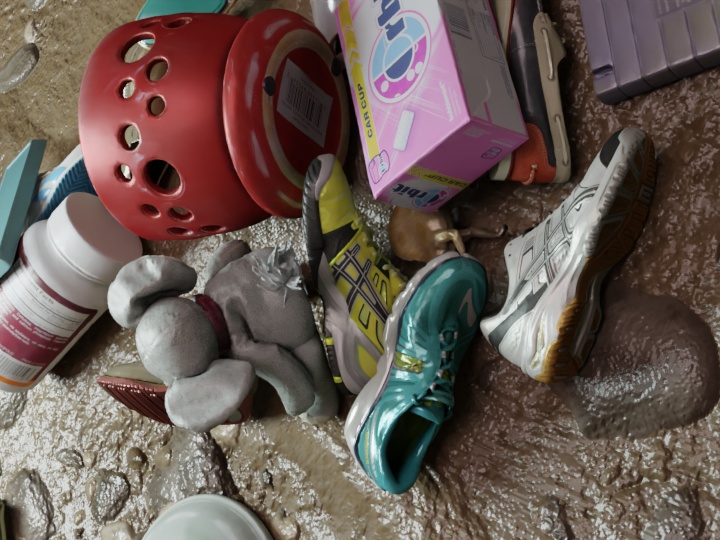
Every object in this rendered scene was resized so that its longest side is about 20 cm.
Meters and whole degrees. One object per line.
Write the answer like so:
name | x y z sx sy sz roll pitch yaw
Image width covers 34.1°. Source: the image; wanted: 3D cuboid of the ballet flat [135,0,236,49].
ballet flat | -0.133 -0.279 1.145 0.199 0.063 0.069 -40 79 3

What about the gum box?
gum box | 0.050 -0.164 0.929 0.113 0.066 0.202 -36 54 40

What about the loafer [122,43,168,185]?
loafer | -0.206 -0.154 1.189 0.067 0.076 0.202 30 107 36

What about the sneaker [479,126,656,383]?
sneaker | 0.151 -0.021 0.884 0.087 0.075 0.202 27 95 37

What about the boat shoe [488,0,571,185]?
boat shoe | 0.135 -0.165 0.941 0.062 0.071 0.203 3 74 -6

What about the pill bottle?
pill bottle | -0.321 0.022 1.203 0.200 0.114 0.115 -44 57 20

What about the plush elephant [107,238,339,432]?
plush elephant | -0.116 0.054 0.971 0.153 0.200 0.166 -21 68 -8

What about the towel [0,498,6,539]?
towel | -0.450 0.336 1.277 0.199 0.036 0.150 -23 66 31

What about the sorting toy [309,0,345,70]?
sorting toy | 0.008 -0.272 1.054 0.198 0.106 0.183 -1 98 37

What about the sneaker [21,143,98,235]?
sneaker | -0.319 -0.082 1.253 0.200 0.076 0.081 -45 49 15

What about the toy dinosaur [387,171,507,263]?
toy dinosaur | 0.060 -0.057 0.972 0.101 0.058 0.202 -28 64 30

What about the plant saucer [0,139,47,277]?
plant saucer | -0.368 -0.059 1.221 0.070 0.019 0.201 -38 33 30

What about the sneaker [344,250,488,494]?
sneaker | 0.055 0.083 0.923 0.202 0.077 0.080 -69 25 14

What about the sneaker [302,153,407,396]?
sneaker | 0.000 0.000 0.976 0.075 0.075 0.202 -11 102 9

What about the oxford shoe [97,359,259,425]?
oxford shoe | -0.168 0.101 1.113 0.198 0.071 0.075 0 55 36

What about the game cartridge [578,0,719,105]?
game cartridge | 0.228 -0.241 0.905 0.128 0.038 0.203 -16 70 29

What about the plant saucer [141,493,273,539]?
plant saucer | -0.154 0.303 1.053 0.198 0.050 0.203 -9 75 35

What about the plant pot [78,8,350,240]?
plant pot | -0.120 -0.128 1.038 0.181 0.200 0.203 0 79 31
